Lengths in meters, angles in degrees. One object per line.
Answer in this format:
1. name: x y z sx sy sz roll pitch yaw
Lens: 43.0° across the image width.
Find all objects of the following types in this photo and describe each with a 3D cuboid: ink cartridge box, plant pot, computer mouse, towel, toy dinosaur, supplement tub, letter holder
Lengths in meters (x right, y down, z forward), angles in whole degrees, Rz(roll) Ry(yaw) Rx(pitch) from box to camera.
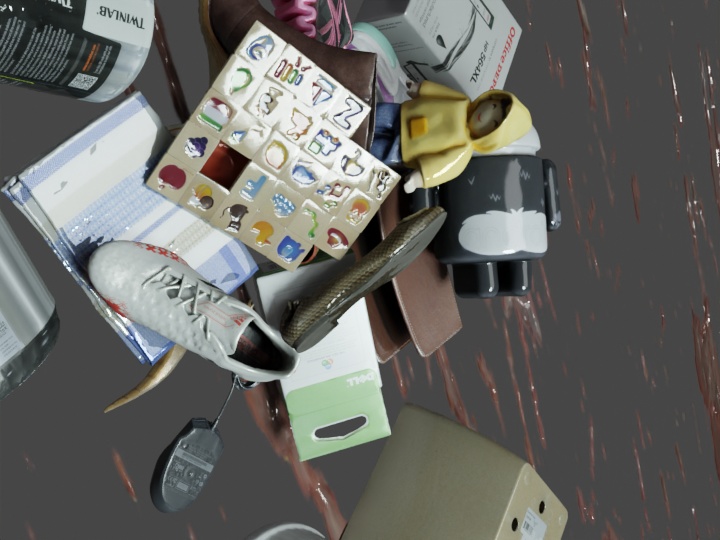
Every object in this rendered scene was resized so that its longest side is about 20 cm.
1. ink cartridge box: 0.100 -0.292 1.098 0.200 0.084 0.147 39 64 -41
2. plant pot: 0.128 0.304 1.093 0.200 0.176 0.201 50 58 -37
3. computer mouse: -0.143 0.135 0.871 0.059 0.034 0.201 44 68 -42
4. towel: -0.192 -0.036 0.790 0.147 0.024 0.201 -43 114 -24
5. toy dinosaur: -0.163 0.048 0.856 0.105 0.060 0.202 19 74 -20
6. supplement tub: -0.263 -0.200 0.667 0.199 0.122 0.124 4 89 -49
7. ink cartridge box: -0.040 0.083 0.945 0.103 0.059 0.202 -14 105 -10
8. letter holder: 0.013 0.004 1.007 0.142 0.100 0.202 -35 117 -40

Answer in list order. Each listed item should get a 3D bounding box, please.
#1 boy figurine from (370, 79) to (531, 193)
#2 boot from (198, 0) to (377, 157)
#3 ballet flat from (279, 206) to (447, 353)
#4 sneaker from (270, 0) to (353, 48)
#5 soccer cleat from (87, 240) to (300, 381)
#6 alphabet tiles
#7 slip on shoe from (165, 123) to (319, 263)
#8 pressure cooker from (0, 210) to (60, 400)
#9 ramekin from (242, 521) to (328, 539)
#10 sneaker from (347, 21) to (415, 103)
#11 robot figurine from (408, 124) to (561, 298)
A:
1. boy figurine: 0.067 -0.134 0.899 0.065 0.198 0.126 54 40 -59
2. boot: -0.063 -0.206 0.852 0.072 0.164 0.202 -45 138 -70
3. ballet flat: 0.000 0.000 0.880 0.200 0.046 0.067 -41 163 -1
4. sneaker: -0.042 -0.229 0.936 0.095 0.079 0.203 3 88 -42
5. soccer cleat: -0.135 0.036 0.767 0.199 0.085 0.069 38 72 -30
6. alphabet tiles: -0.063 -0.095 0.815 0.199 0.008 0.168 32 100 -31
7. slip on shoe: -0.110 -0.070 0.858 0.199 0.074 0.062 34 34 -31
8. pressure cooker: -0.308 -0.005 0.580 0.176 0.177 0.201 -97 164 -66
9. ramekin: -0.064 0.369 0.941 0.201 0.094 0.205 -3 94 -48
10. sneaker: 0.021 -0.159 1.012 0.200 0.078 0.140 40 66 -14
11. robot figurine: 0.135 -0.072 0.976 0.150 0.124 0.203 -3 90 -61
